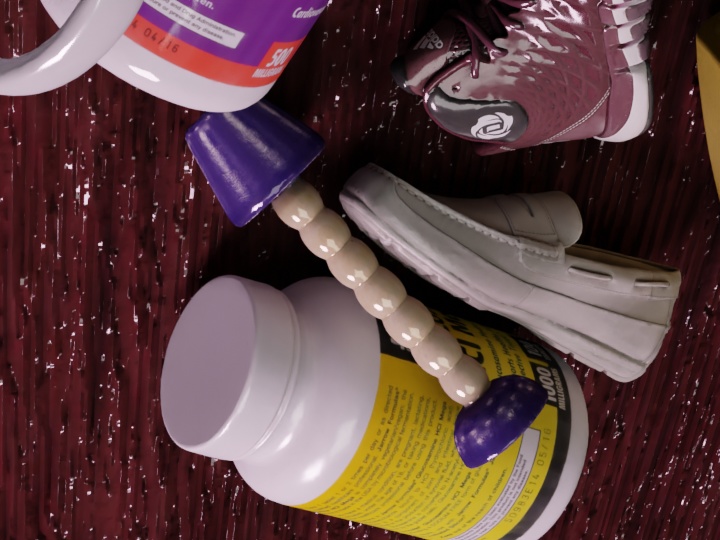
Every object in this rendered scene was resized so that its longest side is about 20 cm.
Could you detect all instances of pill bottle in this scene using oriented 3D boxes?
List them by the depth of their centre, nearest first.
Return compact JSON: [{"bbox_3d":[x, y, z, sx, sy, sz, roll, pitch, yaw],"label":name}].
[{"bbox_3d":[-0.036,-0.166,0.731,0.112,0.113,0.200,19,121,-33],"label":"pill bottle"},{"bbox_3d":[0.007,0.068,0.953,0.199,0.113,0.113,18,121,-34],"label":"pill bottle"}]

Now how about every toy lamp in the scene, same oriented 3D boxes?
[{"bbox_3d":[0.000,0.000,0.871,0.058,0.058,0.200,-40,97,15],"label":"toy lamp"}]

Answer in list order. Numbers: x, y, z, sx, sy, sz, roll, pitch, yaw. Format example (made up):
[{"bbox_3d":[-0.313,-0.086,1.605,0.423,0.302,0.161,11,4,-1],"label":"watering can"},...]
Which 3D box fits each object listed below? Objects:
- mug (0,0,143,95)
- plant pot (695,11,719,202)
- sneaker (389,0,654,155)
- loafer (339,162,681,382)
[{"bbox_3d":[-0.135,-0.154,0.647,0.175,0.201,0.147,-39,164,29],"label":"mug"},{"bbox_3d":[0.267,-0.056,0.907,0.199,0.200,0.177,-32,122,7],"label":"plant pot"},{"bbox_3d":[0.065,-0.121,0.840,0.115,0.076,0.201,-17,134,-3],"label":"sneaker"},{"bbox_3d":[0.077,-0.011,0.950,0.199,0.070,0.070,26,95,-33],"label":"loafer"}]
